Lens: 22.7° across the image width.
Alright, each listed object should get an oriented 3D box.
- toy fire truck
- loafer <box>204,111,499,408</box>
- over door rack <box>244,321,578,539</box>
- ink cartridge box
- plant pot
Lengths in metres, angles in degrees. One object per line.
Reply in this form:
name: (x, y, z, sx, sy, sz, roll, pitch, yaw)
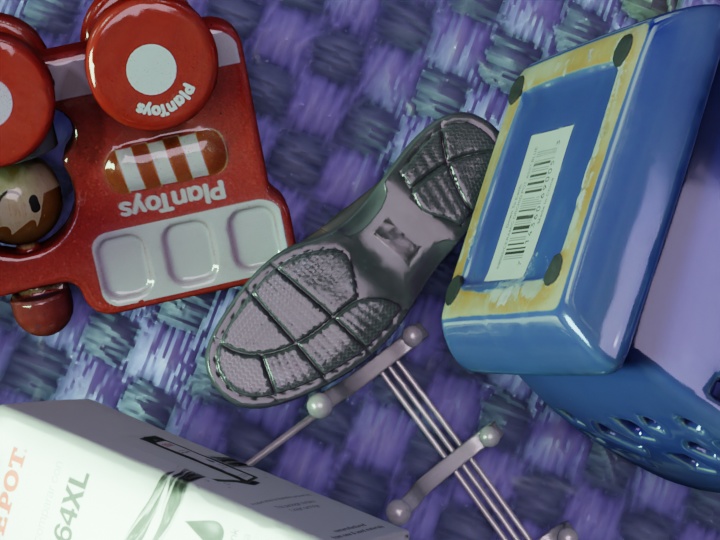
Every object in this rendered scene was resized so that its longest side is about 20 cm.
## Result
toy fire truck: (-0.142, -0.054, 0.930, 0.198, 0.112, 0.169, -14, 105, -8)
loafer: (0.000, 0.000, 0.941, 0.200, 0.063, 0.072, -44, 89, -11)
over door rack: (-0.004, 0.142, 0.929, 0.199, 0.067, 0.148, -37, 86, -7)
ink cartridge box: (-0.095, 0.162, 0.860, 0.199, 0.084, 0.147, 18, 96, 25)
plant pot: (0.158, -0.010, 0.870, 0.179, 0.200, 0.201, 22, 81, -18)
